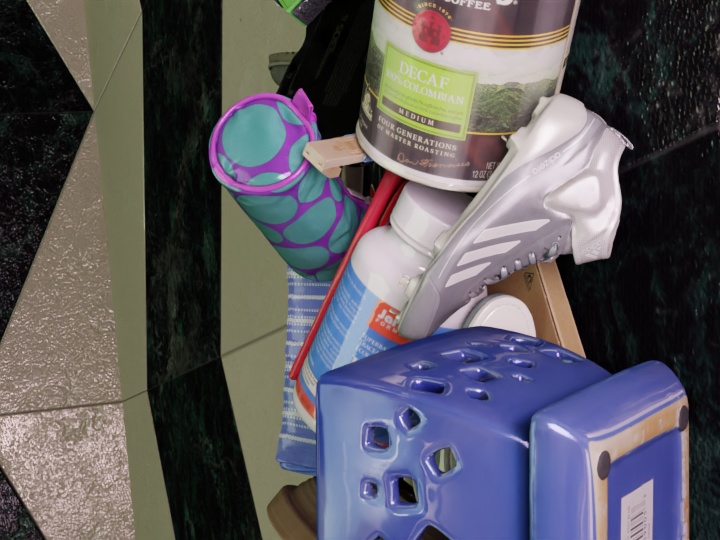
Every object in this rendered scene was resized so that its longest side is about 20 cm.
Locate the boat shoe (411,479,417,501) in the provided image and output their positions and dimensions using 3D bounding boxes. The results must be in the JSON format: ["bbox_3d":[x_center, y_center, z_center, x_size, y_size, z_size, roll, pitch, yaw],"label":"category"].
[{"bbox_3d":[0.058,0.118,1.133,0.065,0.073,0.203,-99,5,-82],"label":"boat shoe"}]

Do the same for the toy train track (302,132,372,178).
[{"bbox_3d":[0.030,-0.090,1.002,0.115,0.199,0.033,43,126,27],"label":"toy train track"}]

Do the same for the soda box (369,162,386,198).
[{"bbox_3d":[0.044,-0.041,1.150,0.064,0.070,0.202,-115,28,-55],"label":"soda box"}]

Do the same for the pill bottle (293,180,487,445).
[{"bbox_3d":[0.031,0.036,1.014,0.202,0.111,0.113,-66,31,24],"label":"pill bottle"}]

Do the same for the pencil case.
[{"bbox_3d":[-0.048,-0.063,1.045,0.085,0.092,0.200,55,-179,25],"label":"pencil case"}]

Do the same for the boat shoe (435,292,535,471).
[{"bbox_3d":[0.083,0.098,1.002,0.062,0.072,0.202,-122,34,-55],"label":"boat shoe"}]

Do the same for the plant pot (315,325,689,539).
[{"bbox_3d":[0.099,0.151,0.824,0.178,0.199,0.203,4,99,35],"label":"plant pot"}]

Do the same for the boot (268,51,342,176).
[{"bbox_3d":[-0.059,-0.130,1.397,0.182,0.072,0.203,-159,71,-68],"label":"boot"}]

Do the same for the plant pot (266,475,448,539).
[{"bbox_3d":[0.019,0.240,1.183,0.093,0.200,0.201,-53,26,1],"label":"plant pot"}]

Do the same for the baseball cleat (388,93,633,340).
[{"bbox_3d":[0.107,-0.016,0.879,0.201,0.106,0.070,-56,-8,18],"label":"baseball cleat"}]

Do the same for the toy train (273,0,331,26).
[{"bbox_3d":[0.000,-0.293,1.122,0.200,0.042,0.057,-44,52,15],"label":"toy train"}]

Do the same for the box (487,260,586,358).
[{"bbox_3d":[0.123,0.062,1.022,0.164,0.021,0.202,120,141,-58],"label":"box"}]

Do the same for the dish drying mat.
[{"bbox_3d":[0.000,0.000,1.076,0.018,0.077,0.202,31,111,13],"label":"dish drying mat"}]

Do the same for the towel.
[{"bbox_3d":[-0.028,0.084,1.166,0.144,0.024,0.203,1,88,53],"label":"towel"}]

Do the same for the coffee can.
[{"bbox_3d":[0.080,-0.178,0.916,0.147,0.144,0.202,-121,32,-51],"label":"coffee can"}]

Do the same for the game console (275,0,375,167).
[{"bbox_3d":[-0.008,-0.170,1.173,0.174,0.116,0.202,12,72,32],"label":"game console"}]
